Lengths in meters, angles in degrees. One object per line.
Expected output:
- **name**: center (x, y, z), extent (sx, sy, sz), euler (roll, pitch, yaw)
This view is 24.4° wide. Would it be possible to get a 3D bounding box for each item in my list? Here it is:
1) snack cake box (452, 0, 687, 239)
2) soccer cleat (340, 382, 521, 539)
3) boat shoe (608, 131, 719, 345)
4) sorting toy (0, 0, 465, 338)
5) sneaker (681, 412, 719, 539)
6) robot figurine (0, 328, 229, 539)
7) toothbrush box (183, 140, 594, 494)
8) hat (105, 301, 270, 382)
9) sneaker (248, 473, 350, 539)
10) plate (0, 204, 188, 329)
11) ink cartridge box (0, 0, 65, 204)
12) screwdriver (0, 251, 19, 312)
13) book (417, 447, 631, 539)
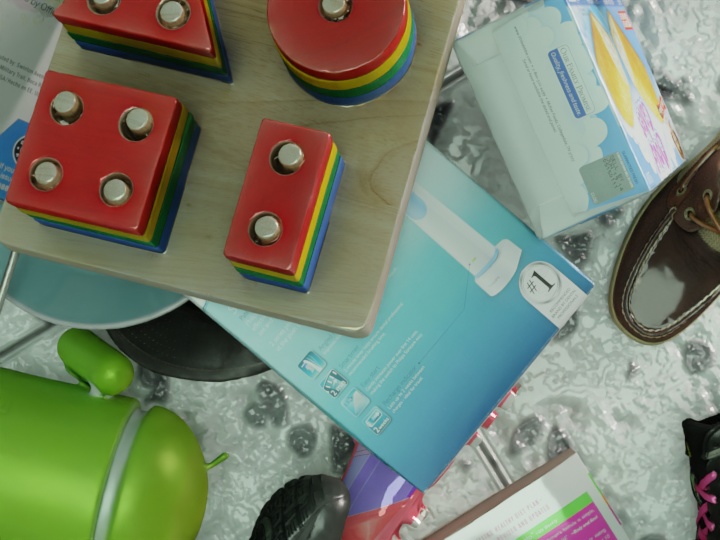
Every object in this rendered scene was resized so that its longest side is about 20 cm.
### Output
- **snack cake box**: center (0.124, -0.092, 0.939), extent (0.067, 0.200, 0.115), euler (-25, 91, 19)
- **soccer cleat**: center (0.040, 0.089, 1.025), extent (0.076, 0.067, 0.200), euler (36, 96, 5)
- **boat shoe**: center (0.222, -0.040, 1.004), extent (0.072, 0.072, 0.200), euler (40, 94, 0)
- **sorting toy**: center (-0.069, -0.090, 0.830), extent (0.200, 0.070, 0.199), euler (14, 79, 12)
- **sneaker**: center (0.224, 0.130, 1.013), extent (0.087, 0.074, 0.200), euler (28, 87, 2)
- **robot figurine**: center (-0.183, 0.126, 1.009), extent (0.200, 0.116, 0.176), euler (13, 100, 2)
- **toothbrush box**: center (0.000, 0.000, 0.903), extent (0.200, 0.085, 0.146), euler (39, 85, -3)
- **hat**: center (-0.067, -0.024, 1.009), extent (0.200, 0.081, 0.201), euler (-2, 83, 15)
- **sneaker**: center (-0.036, 0.209, 1.020), extent (0.091, 0.076, 0.200), euler (17, 120, -9)
- **plate**: center (-0.147, -0.064, 0.981), extent (0.200, 0.026, 0.200), euler (-2, 83, 16)
- **ink cartridge box**: center (-0.229, -0.154, 0.915), extent (0.145, 0.147, 0.200), euler (16, 84, 41)
- **screwdriver**: center (-0.186, -0.042, 0.960), extent (0.029, 0.028, 0.200), euler (7, 80, 45)
- **book**: center (0.131, 0.230, 1.036), extent (0.134, 0.048, 0.200), euler (-31, 92, 0)
